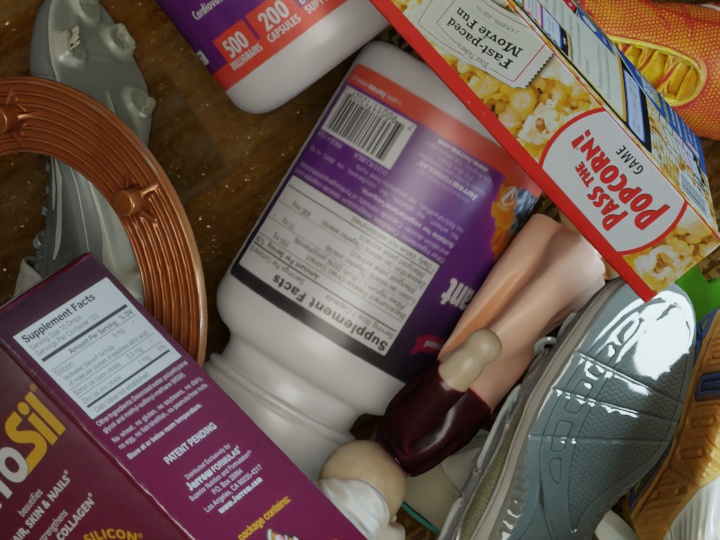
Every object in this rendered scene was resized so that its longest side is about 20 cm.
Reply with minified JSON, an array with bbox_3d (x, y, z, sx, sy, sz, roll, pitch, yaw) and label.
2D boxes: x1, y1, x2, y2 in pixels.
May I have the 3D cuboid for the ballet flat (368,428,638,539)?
[{"bbox_3d":[0.085,0.120,1.275,0.200,0.069,0.069,41,91,27],"label":"ballet flat"}]

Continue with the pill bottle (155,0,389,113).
[{"bbox_3d":[-0.068,-0.181,1.263,0.112,0.112,0.200,-38,95,0],"label":"pill bottle"}]

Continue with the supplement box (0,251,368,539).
[{"bbox_3d":[-0.102,0.107,1.186,0.200,0.086,0.110,45,127,6],"label":"supplement box"}]

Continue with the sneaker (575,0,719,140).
[{"bbox_3d":[0.121,-0.104,1.289,0.200,0.077,0.073,20,121,1],"label":"sneaker"}]

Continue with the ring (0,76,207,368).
[{"bbox_3d":[-0.154,0.008,1.256,0.200,0.019,0.201,11,109,35],"label":"ring"}]

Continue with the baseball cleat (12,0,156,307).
[{"bbox_3d":[-0.141,-0.034,1.291,0.106,0.070,0.200,-29,68,36],"label":"baseball cleat"}]

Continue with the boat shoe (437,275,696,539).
[{"bbox_3d":[0.085,0.087,1.207,0.074,0.065,0.202,15,106,-30],"label":"boat shoe"}]

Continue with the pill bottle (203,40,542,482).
[{"bbox_3d":[0.000,0.000,1.278,0.111,0.111,0.200,31,92,-4],"label":"pill bottle"}]

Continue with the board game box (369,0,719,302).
[{"bbox_3d":[0.076,-0.094,1.174,0.046,0.152,0.200,-40,102,15],"label":"board game box"}]

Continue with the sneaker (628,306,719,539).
[{"bbox_3d":[0.172,0.118,1.204,0.088,0.075,0.200,15,81,-21],"label":"sneaker"}]

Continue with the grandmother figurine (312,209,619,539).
[{"bbox_3d":[0.045,0.054,1.230,0.061,0.121,0.200,39,78,24],"label":"grandmother figurine"}]

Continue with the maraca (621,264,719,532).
[{"bbox_3d":[0.176,0.087,1.290,0.107,0.137,0.200,-19,91,32],"label":"maraca"}]
